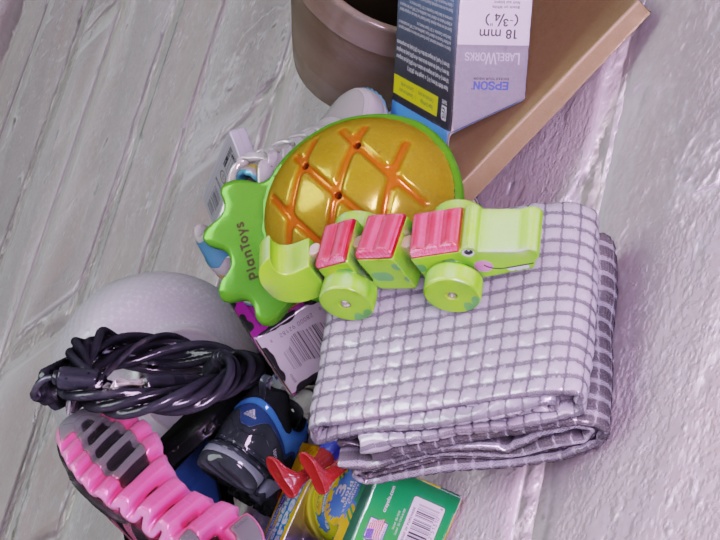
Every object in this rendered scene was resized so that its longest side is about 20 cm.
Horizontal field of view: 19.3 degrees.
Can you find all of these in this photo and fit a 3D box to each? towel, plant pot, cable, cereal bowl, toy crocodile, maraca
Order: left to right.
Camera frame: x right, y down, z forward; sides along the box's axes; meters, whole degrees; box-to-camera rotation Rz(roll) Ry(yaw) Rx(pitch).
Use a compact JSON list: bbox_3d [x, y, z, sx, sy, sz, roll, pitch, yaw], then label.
[{"bbox_3d":[-0.154,0.073,1.641,0.200,0.163,0.051,-23,-70,-70],"label":"cable"},{"bbox_3d":[-0.168,0.097,1.873,0.083,0.200,0.201,-9,58,63],"label":"cereal bowl"},{"bbox_3d":[-0.019,-0.037,1.540,0.199,0.107,0.138,-21,71,14],"label":"maraca"},{"bbox_3d":[0.018,-0.231,1.850,0.174,0.199,0.201,114,168,-54],"label":"plant pot"},{"bbox_3d":[0.026,-0.013,1.393,0.199,0.062,0.068,-6,53,28],"label":"toy crocodile"},{"bbox_3d":[0.073,0.053,1.417,0.199,0.086,0.166,-12,50,25],"label":"towel"}]

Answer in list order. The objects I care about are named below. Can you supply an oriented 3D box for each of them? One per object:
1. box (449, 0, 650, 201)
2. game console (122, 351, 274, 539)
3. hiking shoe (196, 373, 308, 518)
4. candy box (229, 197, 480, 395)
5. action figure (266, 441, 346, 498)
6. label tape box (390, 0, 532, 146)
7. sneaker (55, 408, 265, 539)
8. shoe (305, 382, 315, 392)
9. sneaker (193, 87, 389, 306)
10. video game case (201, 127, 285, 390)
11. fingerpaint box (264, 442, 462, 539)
[{"bbox_3d":[0.121,-0.144,1.617,0.200,0.021,0.164,-45,22,4],"label":"box"},{"bbox_3d":[-0.115,0.171,1.737,0.176,0.116,0.200,-38,4,26],"label":"game console"},{"bbox_3d":[-0.063,0.148,1.669,0.087,0.074,0.200,-59,-15,-10],"label":"hiking shoe"},{"bbox_3d":[0.000,0.000,1.648,0.200,0.061,0.136,-34,22,-2],"label":"candy box"},{"bbox_3d":[0.017,0.092,1.537,0.200,0.052,0.065,-35,8,-38],"label":"action figure"},{"bbox_3d":[0.075,-0.175,1.604,0.144,0.063,0.201,-138,50,-68],"label":"label tape box"},{"bbox_3d":[-0.159,0.187,1.607,0.079,0.200,0.096,-34,-27,-33],"label":"sneaker"},{"bbox_3d":[-0.004,0.076,1.683,0.200,0.053,0.070,158,117,-64],"label":"shoe"},{"bbox_3d":[-0.048,-0.072,1.636,0.076,0.081,0.200,0,50,54],"label":"sneaker"},{"bbox_3d":[-0.086,-0.006,1.842,0.143,0.018,0.201,123,128,-64],"label":"video game case"},{"bbox_3d":[-0.025,0.235,1.544,0.201,0.073,0.167,-67,20,-7],"label":"fingerpaint box"}]
